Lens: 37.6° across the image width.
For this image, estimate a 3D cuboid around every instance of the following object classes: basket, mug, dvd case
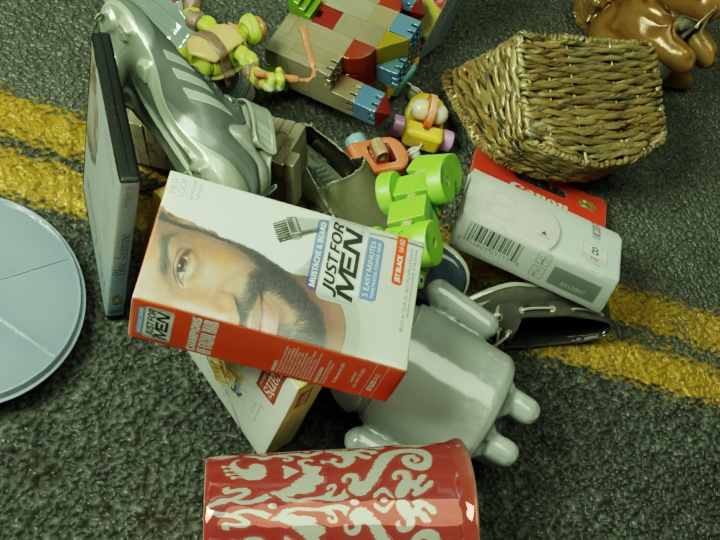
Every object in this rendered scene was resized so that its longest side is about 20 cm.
[{"bbox_3d":[0.207,-0.161,1.129,0.197,0.148,0.145,-3,84,-30],"label":"basket"},{"bbox_3d":[-0.019,0.215,0.792,0.197,0.134,0.180,2,65,-7],"label":"mug"},{"bbox_3d":[-0.207,-0.072,0.863,0.017,0.201,0.144,-7,60,-20],"label":"dvd case"}]

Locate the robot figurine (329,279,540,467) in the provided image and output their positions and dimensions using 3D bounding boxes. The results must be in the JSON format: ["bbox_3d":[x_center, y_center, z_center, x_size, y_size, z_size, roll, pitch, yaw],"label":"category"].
[{"bbox_3d":[0.054,0.094,0.908,0.198,0.113,0.171,30,73,0],"label":"robot figurine"}]

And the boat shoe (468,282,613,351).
[{"bbox_3d":[0.160,0.049,1.004,0.198,0.067,0.057,-10,58,-29],"label":"boat shoe"}]

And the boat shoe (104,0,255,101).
[{"bbox_3d":[-0.184,-0.232,1.058,0.073,0.067,0.200,-41,79,5],"label":"boat shoe"}]

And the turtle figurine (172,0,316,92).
[{"bbox_3d":[-0.148,-0.205,0.975,0.160,0.065,0.200,-32,66,-26],"label":"turtle figurine"}]

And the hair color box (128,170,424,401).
[{"bbox_3d":[-0.059,0.012,0.774,0.197,0.064,0.112,14,58,-7],"label":"hair color box"}]

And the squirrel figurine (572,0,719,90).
[{"bbox_3d":[0.340,-0.315,1.219,0.140,0.187,0.202,-16,66,-27],"label":"squirrel figurine"}]

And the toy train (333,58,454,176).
[{"bbox_3d":[0.023,-0.176,1.101,0.148,0.056,0.202,-8,63,-24],"label":"toy train"}]

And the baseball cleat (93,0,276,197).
[{"bbox_3d":[-0.140,-0.141,0.888,0.106,0.069,0.202,-32,97,-41],"label":"baseball cleat"}]

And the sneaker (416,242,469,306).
[{"bbox_3d":[0.000,0.000,0.948,0.197,0.076,0.085,11,18,3],"label":"sneaker"}]

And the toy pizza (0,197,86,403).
[{"bbox_3d":[-0.327,0.024,0.866,0.197,0.032,0.203,10,56,-15],"label":"toy pizza"}]

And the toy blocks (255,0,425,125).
[{"bbox_3d":[0.000,-0.239,1.074,0.135,0.100,0.201,24,66,13],"label":"toy blocks"}]

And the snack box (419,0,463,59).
[{"bbox_3d":[0.030,-0.355,1.144,0.200,0.169,0.068,42,52,10],"label":"snack box"}]

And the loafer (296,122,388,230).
[{"bbox_3d":[-0.012,-0.066,1.010,0.199,0.070,0.075,39,55,7],"label":"loafer"}]

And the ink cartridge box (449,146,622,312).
[{"bbox_3d":[0.180,-0.062,1.053,0.161,0.057,0.201,24,42,-2],"label":"ink cartridge box"}]

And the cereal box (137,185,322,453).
[{"bbox_3d":[-0.110,0.042,0.864,0.039,0.144,0.201,-28,71,-30],"label":"cereal box"}]

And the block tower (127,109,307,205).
[{"bbox_3d":[-0.141,-0.120,0.975,0.197,0.054,0.058,18,54,13],"label":"block tower"}]

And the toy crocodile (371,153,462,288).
[{"bbox_3d":[0.046,-0.037,0.917,0.067,0.062,0.201,-10,39,26],"label":"toy crocodile"}]
